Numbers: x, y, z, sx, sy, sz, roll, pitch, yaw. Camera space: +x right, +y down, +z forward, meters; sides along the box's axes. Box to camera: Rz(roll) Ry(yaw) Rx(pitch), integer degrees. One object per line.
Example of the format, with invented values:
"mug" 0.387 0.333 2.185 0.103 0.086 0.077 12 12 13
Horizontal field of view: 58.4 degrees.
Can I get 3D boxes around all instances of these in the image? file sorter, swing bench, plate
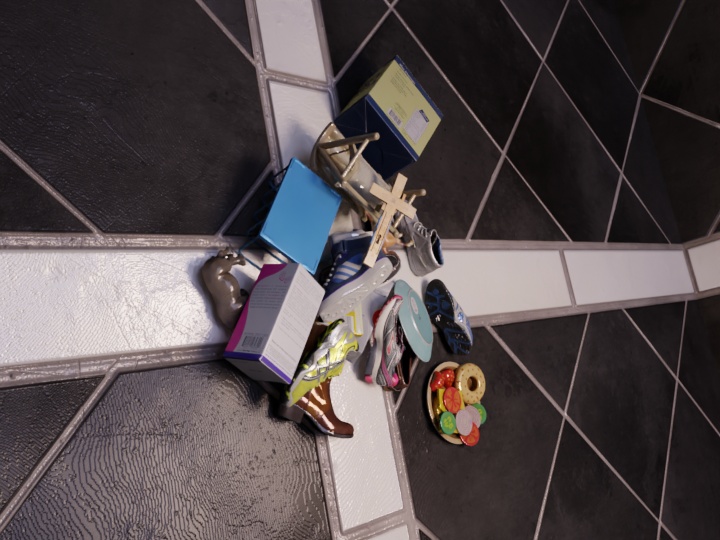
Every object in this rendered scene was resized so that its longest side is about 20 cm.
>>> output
"file sorter" -0.148 -0.096 1.332 0.138 0.122 0.204 35 54 -25
"swing bench" 0.003 -0.200 1.411 0.198 0.199 0.131 41 82 -37
"plate" 0.133 0.113 1.514 0.201 0.025 0.203 53 26 -39

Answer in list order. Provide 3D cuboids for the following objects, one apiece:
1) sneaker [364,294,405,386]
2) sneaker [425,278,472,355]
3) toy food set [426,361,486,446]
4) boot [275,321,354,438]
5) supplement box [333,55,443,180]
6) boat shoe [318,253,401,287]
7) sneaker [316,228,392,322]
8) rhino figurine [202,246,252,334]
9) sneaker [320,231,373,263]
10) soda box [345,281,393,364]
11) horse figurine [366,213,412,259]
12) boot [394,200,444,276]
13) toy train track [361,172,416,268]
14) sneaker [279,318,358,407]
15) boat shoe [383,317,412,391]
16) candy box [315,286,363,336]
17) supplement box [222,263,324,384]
"sneaker" 0.066 0.153 1.412 0.081 0.073 0.206 -26 128 -73
"sneaker" 0.225 0.115 1.634 0.204 0.074 0.077 65 25 -3
"toy food set" 0.237 0.324 1.574 0.196 0.048 0.204 13 67 -38
"boot" -0.063 0.223 1.309 0.185 0.068 0.204 26 75 -17
"supplement box" 0.074 -0.381 1.620 0.200 0.133 0.202 47 50 -18
"boat shoe" 0.000 0.000 1.412 0.195 0.061 0.075 -15 49 -11
"sneaker" -0.044 -0.001 1.342 0.198 0.081 0.147 -37 61 -9
"rhino figurine" -0.243 0.060 1.237 0.087 0.059 0.205 -27 99 -45
"sneaker" -0.033 -0.032 1.447 0.197 0.073 0.084 -17 90 -39
"soda box" 0.003 0.099 1.425 0.067 0.064 0.202 30 55 -3
"horse figurine" 0.057 -0.110 1.568 0.131 0.049 0.205 -11 83 -43
"boot" 0.154 -0.093 1.616 0.072 0.095 0.205 -14 84 -42
"toy train track" 0.045 -0.102 1.315 0.113 0.032 0.204 28 75 -23
"sneaker" -0.075 0.187 1.231 0.076 0.075 0.201 45 71 -11
"boat shoe" 0.095 0.177 1.487 0.069 0.070 0.205 21 61 -35
"candy box" -0.091 0.083 1.338 0.194 0.026 0.105 4 65 -19
"supplement box" -0.159 0.097 1.215 0.104 0.099 0.204 47 53 -44
